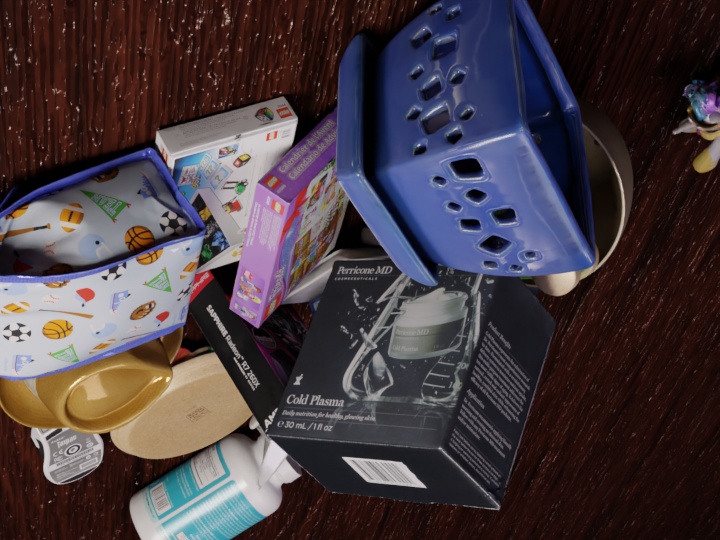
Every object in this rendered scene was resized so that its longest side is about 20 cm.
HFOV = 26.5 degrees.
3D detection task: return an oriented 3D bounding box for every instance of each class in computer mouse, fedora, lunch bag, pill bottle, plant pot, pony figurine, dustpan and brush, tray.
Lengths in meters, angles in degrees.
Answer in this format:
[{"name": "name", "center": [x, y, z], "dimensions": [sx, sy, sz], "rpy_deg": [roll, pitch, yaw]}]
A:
[{"name": "computer mouse", "center": [-0.319, 0.158, 1.621], "dimensions": [0.110, 0.044, 0.200], "rpy_deg": [-24, 146, -22]}, {"name": "fedora", "center": [-0.253, 0.100, 1.501], "dimensions": [0.200, 0.082, 0.201], "rpy_deg": [-23, 137, -23]}, {"name": "lunch bag", "center": [-0.254, 0.002, 1.339], "dimensions": [0.200, 0.124, 0.170], "rpy_deg": [-25, 154, -26]}, {"name": "pill bottle", "center": [-0.173, 0.273, 1.874], "dimensions": [0.200, 0.111, 0.111], "rpy_deg": [-32, 152, 5]}, {"name": "plant pot", "center": [0.193, -0.101, 1.553], "dimensions": [0.200, 0.200, 0.134], "rpy_deg": [-53, 173, 37]}, {"name": "pony figurine", "center": [0.435, -0.183, 1.687], "dimensions": [0.193, 0.167, 0.200], "rpy_deg": [-27, 169, 10]}, {"name": "plant pot", "center": [0.087, -0.111, 1.342], "dimensions": [0.180, 0.200, 0.200], "rpy_deg": [-15, 140, 19]}, {"name": "dustpan and brush", "center": [-0.080, 0.137, 1.748], "dimensions": [0.057, 0.140, 0.200], "rpy_deg": [31, 118, -17]}, {"name": "tray", "center": [0.000, 0.000, 1.639], "dimensions": [0.107, 0.022, 0.200], "rpy_deg": [-32, 165, 29]}]

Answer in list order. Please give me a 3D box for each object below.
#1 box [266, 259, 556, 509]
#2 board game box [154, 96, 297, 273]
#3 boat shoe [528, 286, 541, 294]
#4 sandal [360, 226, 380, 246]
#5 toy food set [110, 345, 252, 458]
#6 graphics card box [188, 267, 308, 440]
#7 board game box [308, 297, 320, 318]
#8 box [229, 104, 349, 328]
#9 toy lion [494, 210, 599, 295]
[{"name": "box", "center": [0.050, 0.102, 1.426], "dimensions": [0.200, 0.197, 0.124], "rpy_deg": [-1, 145, 37]}, {"name": "board game box", "center": [-0.133, -0.070, 1.425], "dimensions": [0.126, 0.035, 0.200], "rpy_deg": [-18, 150, -24]}, {"name": "boat shoe", "center": [0.206, -0.032, 1.664], "dimensions": [0.069, 0.200, 0.084], "rpy_deg": [7, 134, 18]}, {"name": "sandal", "center": [0.094, -0.051, 1.652], "dimensions": [0.202, 0.082, 0.050], "rpy_deg": [-4, 98, -36]}, {"name": "toy food set", "center": [-0.190, 0.141, 1.707], "dimensions": [0.200, 0.049, 0.198], "rpy_deg": [-39, 151, 18]}, {"name": "graphics card box", "center": [-0.089, 0.087, 1.550], "dimensions": [0.051, 0.200, 0.125], "rpy_deg": [-45, 149, 18]}, {"name": "board game box", "center": [0.061, 0.044, 1.656], "dimensions": [0.200, 0.034, 0.135], "rpy_deg": [-24, 140, 8]}, {"name": "box", "center": [-0.059, -0.051, 1.461], "dimensions": [0.137, 0.039, 0.200], "rpy_deg": [-48, 166, -36]}, {"name": "toy lion", "center": [0.112, -0.055, 1.504], "dimensions": [0.200, 0.192, 0.069], "rpy_deg": [-17, -170, 36]}]
